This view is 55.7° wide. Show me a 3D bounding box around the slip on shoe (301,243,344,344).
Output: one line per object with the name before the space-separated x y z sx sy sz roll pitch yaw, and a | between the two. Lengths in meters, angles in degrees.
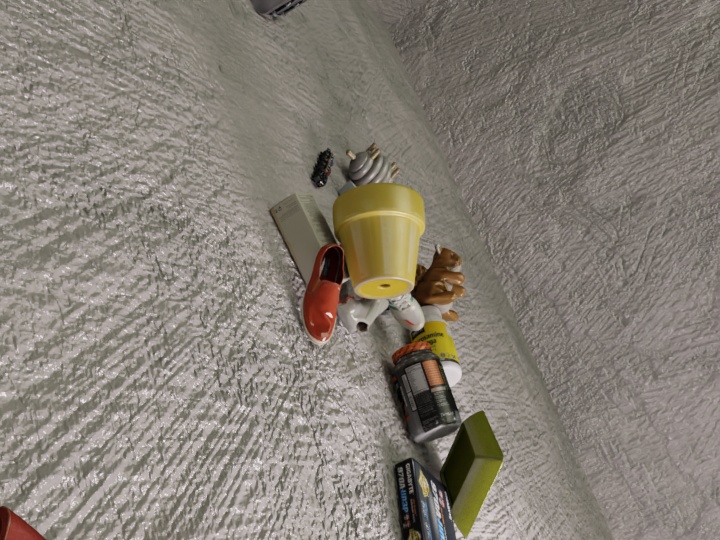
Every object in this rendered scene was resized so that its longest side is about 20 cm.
slip on shoe | -0.069 0.041 1.314 0.072 0.061 0.205 16 70 -17

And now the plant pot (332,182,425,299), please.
plant pot | 0.042 -0.051 1.424 0.200 0.196 0.194 30 52 -56

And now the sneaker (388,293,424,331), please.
sneaker | 0.082 0.060 1.612 0.203 0.069 0.093 59 10 3

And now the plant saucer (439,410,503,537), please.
plant saucer | 0.228 0.429 1.475 0.047 0.204 0.201 18 16 -9

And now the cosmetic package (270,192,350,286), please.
cosmetic package | -0.101 -0.057 1.428 0.204 0.072 0.103 65 19 5

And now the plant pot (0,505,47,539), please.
plant pot | -0.253 0.301 0.426 0.177 0.196 0.203 56 18 -46

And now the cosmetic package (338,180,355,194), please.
cosmetic package | 0.035 -0.138 1.858 0.199 0.052 0.152 39 13 -48

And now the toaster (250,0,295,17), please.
toaster | -0.262 -0.840 1.968 0.203 0.117 0.181 59 19 -11

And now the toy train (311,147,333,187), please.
toy train | -0.094 -0.268 1.776 0.046 0.034 0.202 57 21 -24

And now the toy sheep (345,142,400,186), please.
toy sheep | 0.031 -0.287 1.977 0.199 0.137 0.139 40 27 -25

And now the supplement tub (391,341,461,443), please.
supplement tub | 0.144 0.274 1.545 0.122 0.121 0.204 29 38 -56

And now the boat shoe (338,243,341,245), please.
boat shoe | 0.000 0.000 1.550 0.073 0.058 0.201 79 -17 -46

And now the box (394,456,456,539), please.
box | 0.134 0.496 1.343 0.159 0.045 0.203 48 24 -37

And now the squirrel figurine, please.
squirrel figurine | 0.196 0.023 1.887 0.142 0.195 0.191 58 37 -55

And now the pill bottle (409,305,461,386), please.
pill bottle | 0.189 0.198 1.772 0.112 0.111 0.203 41 28 -44

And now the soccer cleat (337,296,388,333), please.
soccer cleat | 0.009 0.098 1.525 0.199 0.068 0.079 -3 71 -61

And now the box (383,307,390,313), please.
box | 0.034 0.012 1.729 0.136 0.039 0.204 6 59 -66
